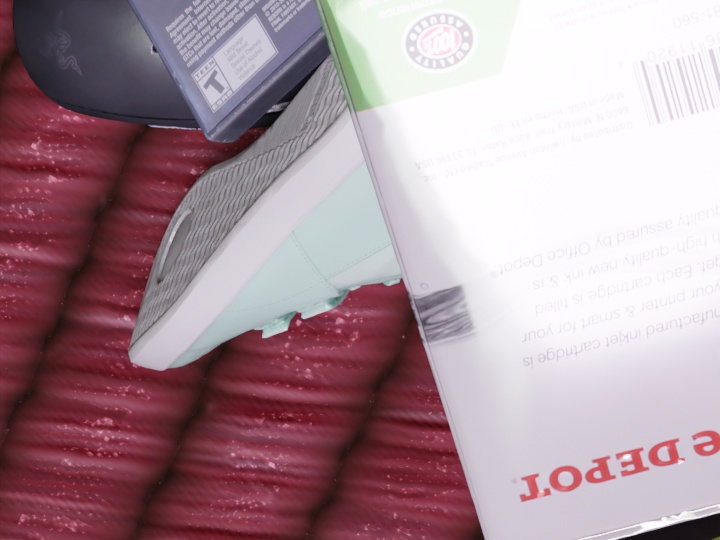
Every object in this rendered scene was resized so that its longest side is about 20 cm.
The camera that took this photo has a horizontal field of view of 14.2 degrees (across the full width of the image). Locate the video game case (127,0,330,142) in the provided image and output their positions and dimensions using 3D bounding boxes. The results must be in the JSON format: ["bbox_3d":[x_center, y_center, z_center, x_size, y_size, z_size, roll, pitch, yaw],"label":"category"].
[{"bbox_3d":[-0.048,-0.166,1.007,0.143,0.019,0.200,-41,67,26],"label":"video game case"}]

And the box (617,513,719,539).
[{"bbox_3d":[0.125,0.193,1.008,0.124,0.148,0.200,37,117,25],"label":"box"}]

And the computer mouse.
[{"bbox_3d":[-0.044,-0.113,1.045,0.200,0.046,0.141,5,110,19],"label":"computer mouse"}]

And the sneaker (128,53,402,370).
[{"bbox_3d":[0.000,0.000,1.051,0.118,0.074,0.200,27,141,-20],"label":"sneaker"}]

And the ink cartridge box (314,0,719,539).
[{"bbox_3d":[0.084,-0.026,0.921,0.146,0.084,0.200,-14,105,10],"label":"ink cartridge box"}]
